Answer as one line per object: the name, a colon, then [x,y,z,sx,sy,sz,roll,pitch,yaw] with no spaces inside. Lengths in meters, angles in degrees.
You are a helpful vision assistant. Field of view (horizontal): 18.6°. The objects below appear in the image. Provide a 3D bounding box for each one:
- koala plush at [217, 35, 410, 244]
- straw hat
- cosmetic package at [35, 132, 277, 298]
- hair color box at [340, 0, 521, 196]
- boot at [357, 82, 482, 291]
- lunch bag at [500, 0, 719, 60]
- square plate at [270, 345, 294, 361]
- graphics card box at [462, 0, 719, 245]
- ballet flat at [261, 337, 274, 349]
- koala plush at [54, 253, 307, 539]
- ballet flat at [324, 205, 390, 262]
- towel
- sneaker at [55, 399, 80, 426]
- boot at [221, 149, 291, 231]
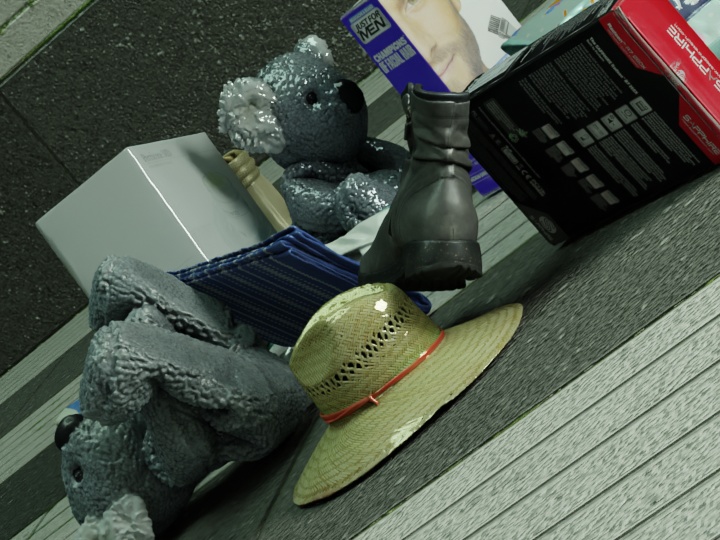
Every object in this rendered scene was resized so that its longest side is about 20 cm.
koala plush: [-0.032,-0.110,1.996,0.184,0.200,0.177,-33,6,47]
straw hat: [0.005,0.056,1.455,0.201,0.085,0.201,-40,9,7]
cosmetic package: [-0.160,-0.009,2.010,0.123,0.200,0.199,-39,-4,17]
hair color box: [0.089,-0.178,1.890,0.109,0.200,0.065,-46,9,-33]
boot: [0.044,-0.055,1.496,0.069,0.133,0.200,0,-5,-16]
lunch bag: [0.218,-0.171,1.570,0.170,0.122,0.200,-40,16,-9]
square plate: [-0.088,0.090,1.901,0.200,0.028,0.198,-39,8,13]
graphics card box: [0.156,-0.102,1.453,0.200,0.126,0.051,-30,16,53]
ballet flat: [-0.139,0.100,1.806,0.201,0.069,0.069,-58,14,-20]
koala plush: [-0.157,0.130,1.671,0.201,0.183,0.178,-59,16,20]
ballet flat: [0.000,0.000,1.835,0.199,0.070,0.069,-21,17,28]
towel: [-0.054,0.017,1.704,0.200,0.144,0.024,-16,55,53]
sneaker: [-0.213,0.125,2.099,0.111,0.077,0.200,-51,16,-23]
boot: [-0.118,-0.046,2.300,0.073,0.156,0.200,-43,9,-18]
